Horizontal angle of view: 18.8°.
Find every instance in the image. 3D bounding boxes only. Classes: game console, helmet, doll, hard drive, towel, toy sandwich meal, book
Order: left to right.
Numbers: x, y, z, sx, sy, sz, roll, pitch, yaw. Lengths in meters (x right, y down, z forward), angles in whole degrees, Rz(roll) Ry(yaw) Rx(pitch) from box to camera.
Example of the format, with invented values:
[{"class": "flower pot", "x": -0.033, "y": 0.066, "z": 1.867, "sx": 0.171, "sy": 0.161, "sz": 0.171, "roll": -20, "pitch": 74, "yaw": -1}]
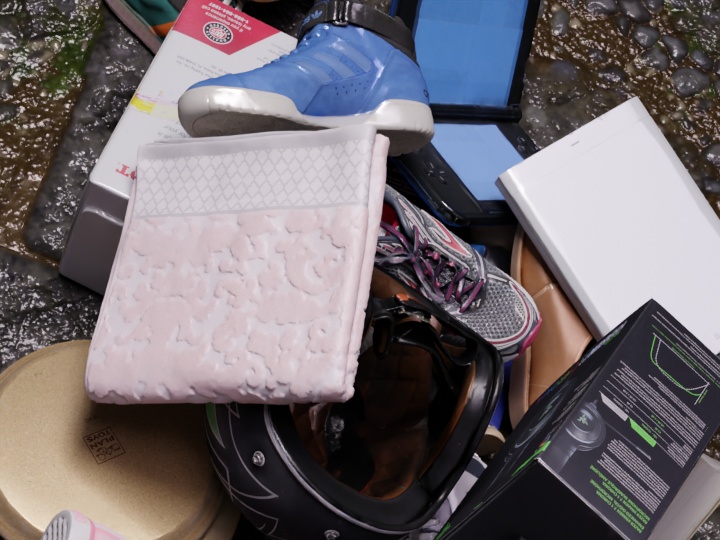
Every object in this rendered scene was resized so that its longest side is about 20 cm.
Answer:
[{"class": "toy sandwich meal", "x": -0.180, "y": 0.141, "z": 1.530, "sx": 0.204, "sy": 0.070, "sz": 0.206, "roll": 7, "pitch": 57, "yaw": -11}, {"class": "towel", "x": -0.082, "y": -0.003, "z": 1.437, "sx": 0.199, "sy": 0.032, "sz": 0.192, "roll": -2, "pitch": 68, "yaw": 30}, {"class": "helmet", "x": -0.015, "y": 0.096, "z": 1.491, "sx": 0.200, "sy": 0.200, "sz": 0.191, "roll": 33, "pitch": 95, "yaw": 3}, {"class": "doll", "x": 0.093, "y": 0.035, "z": 1.671, "sx": 0.136, "sy": 0.048, "sz": 0.200, "roll": 39, "pitch": 49, "yaw": -35}, {"class": "game console", "x": 0.105, "y": -0.134, "z": 1.700, "sx": 0.200, "sy": 0.118, "sz": 0.171, "roll": -4, "pitch": 49, "yaw": -52}, {"class": "book", "x": 0.170, "y": 0.227, "z": 1.550, "sx": 0.048, "sy": 0.134, "sz": 0.200, "roll": 42, "pitch": 56, "yaw": 4}, {"class": "hard drive", "x": 0.209, "y": -0.017, "z": 1.640, "sx": 0.132, "sy": 0.026, "sz": 0.200, "roll": -30, "pitch": 80, "yaw": -16}]

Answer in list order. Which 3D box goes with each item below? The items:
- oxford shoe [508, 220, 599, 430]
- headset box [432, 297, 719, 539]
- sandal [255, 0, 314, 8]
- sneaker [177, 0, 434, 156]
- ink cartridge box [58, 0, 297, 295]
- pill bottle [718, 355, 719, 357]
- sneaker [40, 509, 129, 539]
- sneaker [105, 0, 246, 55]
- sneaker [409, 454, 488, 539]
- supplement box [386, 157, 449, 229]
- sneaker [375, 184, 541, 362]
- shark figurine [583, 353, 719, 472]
[{"class": "oxford shoe", "x": 0.157, "y": 0.033, "z": 1.662, "sx": 0.071, "sy": 0.071, "sz": 0.201, "roll": 21, "pitch": 64, "yaw": -55}, {"class": "headset box", "x": 0.147, "y": 0.145, "z": 1.487, "sx": 0.093, "sy": 0.174, "sz": 0.200, "roll": 42, "pitch": 48, "yaw": 0}, {"class": "sandal", "x": -0.052, "y": -0.246, "z": 1.790, "sx": 0.079, "sy": 0.059, "sz": 0.207, "roll": 35, "pitch": 37, "yaw": 18}, {"class": "sneaker", "x": -0.043, "y": -0.145, "z": 1.554, "sx": 0.199, "sy": 0.077, "sz": 0.112, "roll": 0, "pitch": 70, "yaw": -27}, {"class": "ink cartridge box", "x": -0.114, "y": -0.072, "z": 1.624, "sx": 0.145, "sy": 0.145, "sz": 0.200, "roll": 27, "pitch": 56, "yaw": -2}, {"class": "pill bottle", "x": 0.280, "y": 0.027, "z": 1.715, "sx": 0.200, "sy": 0.113, "sz": 0.113, "roll": 23, "pitch": 56, "yaw": -5}, {"class": "sneaker", "x": -0.188, "y": 0.266, "z": 1.426, "sx": 0.104, "sy": 0.075, "sz": 0.201, "roll": 26, "pitch": 84, "yaw": -28}, {"class": "sneaker", "x": -0.123, "y": -0.197, "z": 1.731, "sx": 0.200, "sy": 0.080, "sz": 0.071, "roll": 40, "pitch": 53, "yaw": 8}, {"class": "sneaker", "x": 0.043, "y": 0.196, "z": 1.560, "sx": 0.199, "sy": 0.080, "sz": 0.130, "roll": -35, "pitch": 75, "yaw": -31}, {"class": "supplement box", "x": 0.000, "y": 0.000, "z": 1.670, "sx": 0.109, "sy": 0.061, "sz": 0.200, "roll": 22, "pitch": 57, "yaw": -7}, {"class": "sneaker", "x": 0.042, "y": -0.001, "z": 1.588, "sx": 0.200, "sy": 0.075, "sz": 0.081, "roll": 33, "pitch": 75, "yaw": 8}, {"class": "shark figurine", "x": 0.245, "y": 0.125, "z": 1.663, "sx": 0.214, "sy": 0.090, "sz": 0.128, "roll": 23, "pitch": 58, "yaw": -2}]
